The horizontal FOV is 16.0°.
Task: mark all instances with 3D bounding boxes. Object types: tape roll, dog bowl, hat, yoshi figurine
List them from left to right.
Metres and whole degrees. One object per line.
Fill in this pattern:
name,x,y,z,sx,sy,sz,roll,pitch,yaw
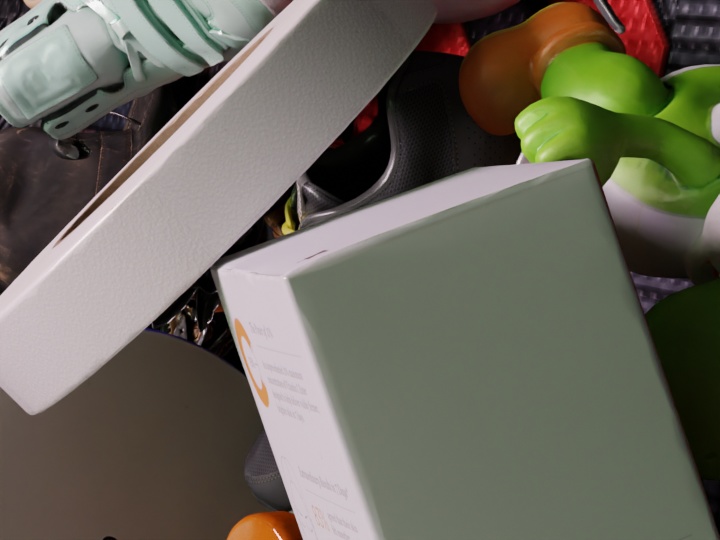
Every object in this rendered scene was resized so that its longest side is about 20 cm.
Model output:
hat,-0.141,-0.019,1.167,0.201,0.081,0.201,-166,90,-76
dog bowl,-0.107,0.123,0.996,0.079,0.200,0.201,-17,66,53
tape roll,-0.055,-0.033,0.881,0.203,0.037,0.203,-44,8,8
yoshi figurine,0.095,-0.003,0.808,0.200,0.112,0.112,43,124,52

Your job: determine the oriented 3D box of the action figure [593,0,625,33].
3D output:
action figure,0.093,-0.182,0.857,0.102,0.119,0.200,20,86,55

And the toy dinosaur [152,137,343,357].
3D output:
toy dinosaur,-0.042,-0.029,1.051,0.136,0.102,0.200,-97,10,-56

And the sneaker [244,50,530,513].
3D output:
sneaker,0.000,0.000,0.955,0.200,0.084,0.075,-59,21,18

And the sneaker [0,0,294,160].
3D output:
sneaker,-0.091,-0.093,1.041,0.118,0.074,0.200,-37,9,-12

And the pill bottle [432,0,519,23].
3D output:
pill bottle,-0.002,-0.177,1.007,0.200,0.110,0.111,41,115,55

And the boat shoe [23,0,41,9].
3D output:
boat shoe,-0.106,-0.162,1.179,0.200,0.069,0.074,133,150,-54

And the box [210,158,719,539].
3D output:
box,0.040,0.077,0.765,0.124,0.097,0.201,-174,64,-77

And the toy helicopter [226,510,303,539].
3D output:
toy helicopter,0.023,0.174,0.913,0.132,0.079,0.201,-7,85,48
